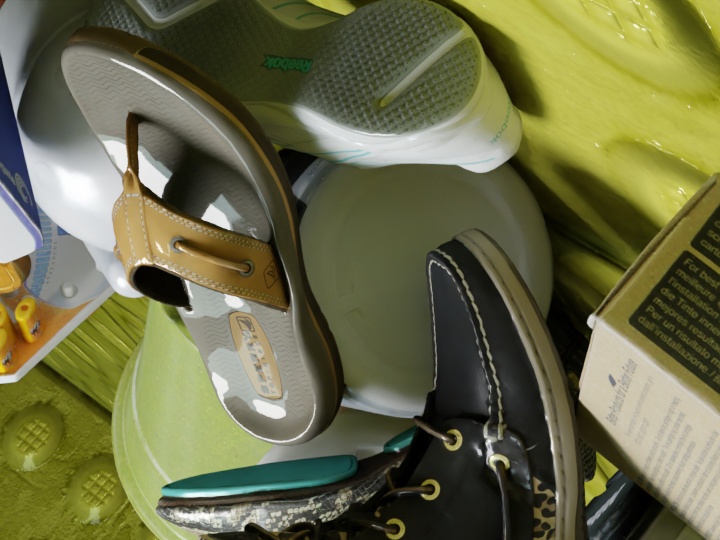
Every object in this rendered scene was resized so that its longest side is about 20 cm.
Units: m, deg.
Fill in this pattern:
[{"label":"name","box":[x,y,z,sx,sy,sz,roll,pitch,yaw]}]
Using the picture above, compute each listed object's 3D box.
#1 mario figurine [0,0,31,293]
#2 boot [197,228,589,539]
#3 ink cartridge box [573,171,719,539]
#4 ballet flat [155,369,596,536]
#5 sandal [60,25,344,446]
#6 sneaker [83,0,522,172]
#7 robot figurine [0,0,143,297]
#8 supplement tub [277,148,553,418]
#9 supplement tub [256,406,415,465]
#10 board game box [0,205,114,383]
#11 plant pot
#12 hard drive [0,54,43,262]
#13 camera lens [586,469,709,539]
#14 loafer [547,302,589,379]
[{"label":"mario figurine","box":[-0.187,-0.082,1.272,0.123,0.201,0.106,29,148,-33]},{"label":"boot","box":[0.010,0.096,0.997,0.073,0.149,0.202,-142,40,-67]},{"label":"ink cartridge box","box":[0.165,0.063,0.941,0.164,0.075,0.200,39,171,10]},{"label":"ballet flat","box":[0.011,0.103,1.120,0.068,0.199,0.076,-62,-46,-85]},{"label":"sandal","box":[-0.065,-0.004,0.982,0.081,0.055,0.201,8,131,34]},{"label":"sneaker","box":[-0.026,-0.073,0.996,0.199,0.071,0.080,17,169,33]},{"label":"robot figurine","box":[-0.106,-0.077,1.138,0.200,0.112,0.171,-128,35,-63]},{"label":"supplement tub","box":[0.000,0.000,1.128,0.122,0.123,0.200,42,170,-12]},{"label":"supplement tub","box":[0.022,0.149,1.240,0.145,0.145,0.200,36,175,15]},{"label":"board game box","box":[-0.180,-0.063,1.305,0.199,0.200,0.026,34,156,27]},{"label":"plant pot","box":[-0.044,0.043,1.366,0.200,0.200,0.190,36,158,17]},{"label":"hard drive","box":[-0.183,-0.118,1.044,0.132,0.025,0.201,59,-169,-56]},{"label":"camera lens","box":[0.179,0.171,1.111,0.200,0.160,0.160,39,170,2]},{"label":"loafer","box":[0.079,0.062,1.267,0.072,0.073,0.200,33,170,10]}]
